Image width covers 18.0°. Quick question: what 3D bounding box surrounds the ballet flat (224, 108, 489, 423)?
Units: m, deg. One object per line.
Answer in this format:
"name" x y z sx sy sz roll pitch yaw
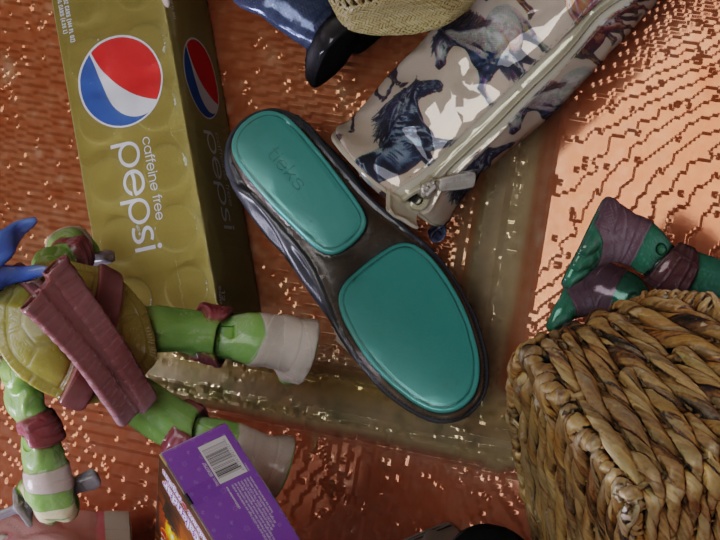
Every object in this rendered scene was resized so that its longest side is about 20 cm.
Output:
"ballet flat" 0.000 0.000 1.193 0.073 0.073 0.200 -42 76 14

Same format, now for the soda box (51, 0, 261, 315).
"soda box" -0.111 -0.067 1.235 0.068 0.064 0.201 -12 85 18

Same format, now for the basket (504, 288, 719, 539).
"basket" 0.162 0.099 1.072 0.149 0.200 0.143 -23 44 -11

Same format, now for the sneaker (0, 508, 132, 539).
"sneaker" -0.166 0.170 1.167 0.104 0.200 0.076 2 98 -8

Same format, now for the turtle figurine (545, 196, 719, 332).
"turtle figurine" 0.194 0.039 1.109 0.200 0.101 0.150 26 139 8

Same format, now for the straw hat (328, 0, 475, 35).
"straw hat" 0.022 -0.165 1.131 0.200 0.201 0.085 -11 124 19

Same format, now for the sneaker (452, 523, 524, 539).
"sneaker" 0.102 0.200 1.043 0.090 0.070 0.201 -44 57 48

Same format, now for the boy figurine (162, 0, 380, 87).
"boy figurine" -0.073 -0.187 1.199 0.200 0.064 0.124 42 63 8

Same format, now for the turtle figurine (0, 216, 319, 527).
"turtle figurine" -0.132 0.055 1.153 0.193 0.144 0.200 17 126 -11

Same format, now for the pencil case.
"pencil case" 0.078 -0.108 1.158 0.200 0.078 0.090 -45 41 13

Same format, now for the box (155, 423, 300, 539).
"box" -0.034 0.188 1.058 0.039 0.137 0.200 -24 61 -21

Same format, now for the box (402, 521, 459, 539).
"box" -0.032 0.210 1.186 0.200 0.095 0.078 -28 81 18
